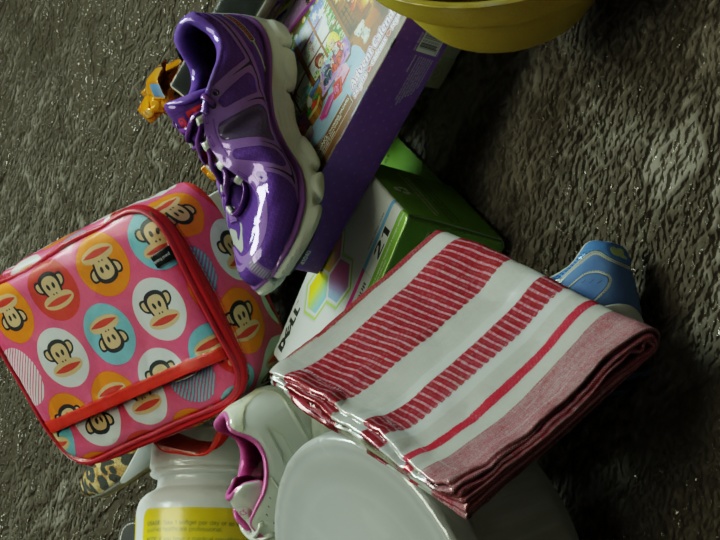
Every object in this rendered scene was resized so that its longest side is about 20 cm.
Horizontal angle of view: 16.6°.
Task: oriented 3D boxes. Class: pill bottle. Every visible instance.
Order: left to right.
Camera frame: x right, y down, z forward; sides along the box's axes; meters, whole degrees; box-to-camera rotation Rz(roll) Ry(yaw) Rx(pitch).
[{"bbox_3d":[-0.105,0.214,1.743,0.114,0.114,0.201,-21,65,62],"label":"pill bottle"}]

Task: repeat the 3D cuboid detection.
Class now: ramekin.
[{"bbox_3d":[0.045,0.173,1.397,0.202,0.094,0.203,31,131,44],"label":"ramekin"}]

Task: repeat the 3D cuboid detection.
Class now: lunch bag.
[{"bbox_3d":[-0.149,0.049,1.681,0.200,0.082,0.177,-25,96,38],"label":"lunch bag"}]

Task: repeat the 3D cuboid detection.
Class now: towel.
[{"bbox_3d":[0.051,0.047,1.339,0.200,0.144,0.023,29,154,52],"label":"towel"}]

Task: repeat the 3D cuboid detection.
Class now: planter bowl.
[{"bbox_3d":[0.081,-0.186,1.439,0.201,0.200,0.084,-112,6,-46],"label":"planter bowl"}]

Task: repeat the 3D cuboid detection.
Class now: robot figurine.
[{"bbox_3d":[-0.096,-0.109,1.801,0.058,0.145,0.200,-50,14,-9],"label":"robot figurine"}]

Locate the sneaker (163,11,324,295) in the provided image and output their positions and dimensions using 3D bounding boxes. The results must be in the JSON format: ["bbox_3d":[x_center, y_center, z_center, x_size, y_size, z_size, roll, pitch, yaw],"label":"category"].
[{"bbox_3d":[-0.082,-0.074,1.535,0.081,0.083,0.201,-44,48,41],"label":"sneaker"}]

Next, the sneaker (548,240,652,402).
[{"bbox_3d":[0.099,0.048,1.422,0.200,0.076,0.077,-31,49,48],"label":"sneaker"}]

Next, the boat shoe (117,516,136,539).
[{"bbox_3d":[-0.158,0.234,1.905,0.200,0.065,0.072,-143,62,-63],"label":"boat shoe"}]

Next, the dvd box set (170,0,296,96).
[{"bbox_3d":[-0.048,-0.204,1.682,0.146,0.029,0.200,-55,-4,32],"label":"dvd box set"}]

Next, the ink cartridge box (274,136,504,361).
[{"bbox_3d":[0.000,0.000,1.607,0.148,0.076,0.200,-67,28,16],"label":"ink cartridge box"}]

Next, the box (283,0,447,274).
[{"bbox_3d":[-0.017,-0.117,1.572,0.200,0.039,0.137,-60,32,26],"label":"box"}]

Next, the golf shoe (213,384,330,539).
[{"bbox_3d":[-0.044,0.170,1.623,0.075,0.091,0.201,-15,86,63],"label":"golf shoe"}]

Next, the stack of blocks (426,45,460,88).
[{"bbox_3d":[0.021,-0.176,1.649,0.200,0.058,0.115,-58,34,41],"label":"stack of blocks"}]

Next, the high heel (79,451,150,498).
[{"bbox_3d":[-0.196,0.090,1.946,0.143,0.071,0.200,52,130,4],"label":"high heel"}]

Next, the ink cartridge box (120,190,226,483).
[{"bbox_3d":[-0.134,0.047,1.788,0.068,0.116,0.200,36,122,14],"label":"ink cartridge box"}]
